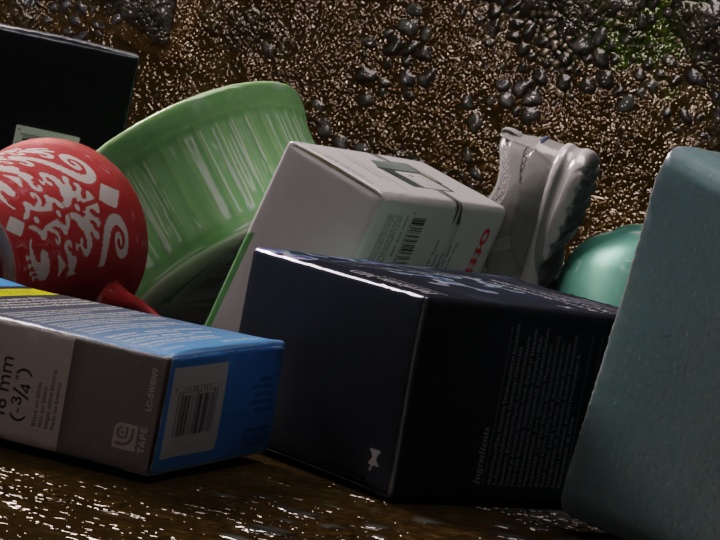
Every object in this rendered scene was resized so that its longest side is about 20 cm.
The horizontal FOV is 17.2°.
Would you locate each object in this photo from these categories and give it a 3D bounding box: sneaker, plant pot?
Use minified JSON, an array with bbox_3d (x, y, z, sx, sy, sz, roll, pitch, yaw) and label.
[{"bbox_3d":[0.103,-0.010,1.728,0.082,0.201,0.075,28,16,18],"label":"sneaker"},{"bbox_3d":[0.253,0.070,1.164,0.195,0.197,0.200,8,13,-36],"label":"plant pot"}]

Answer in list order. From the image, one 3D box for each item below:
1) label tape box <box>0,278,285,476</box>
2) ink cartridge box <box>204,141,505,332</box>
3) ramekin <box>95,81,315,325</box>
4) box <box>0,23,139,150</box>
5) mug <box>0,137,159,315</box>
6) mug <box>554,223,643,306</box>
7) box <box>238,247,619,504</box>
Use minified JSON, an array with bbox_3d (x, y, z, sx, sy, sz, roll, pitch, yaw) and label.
[{"bbox_3d":[-0.158,0.048,1.216,0.199,0.064,0.144,12,5,21],"label":"label tape box"},{"bbox_3d":[0.000,0.000,1.623,0.084,0.146,0.200,30,11,25],"label":"ink cartridge box"},{"bbox_3d":[-0.110,-0.037,1.676,0.199,0.098,0.200,-26,-16,-8],"label":"ramekin"},{"bbox_3d":[-0.253,-0.085,1.863,0.123,0.201,0.197,11,4,-10],"label":"box"},{"bbox_3d":[-0.201,-0.006,1.436,0.177,0.134,0.200,9,7,12],"label":"mug"},{"bbox_3d":[0.220,0.040,1.715,0.151,0.115,0.185,3,-17,36],"label":"mug"},{"bbox_3d":[0.051,0.059,1.303,0.199,0.108,0.148,6,7,-41],"label":"box"}]
